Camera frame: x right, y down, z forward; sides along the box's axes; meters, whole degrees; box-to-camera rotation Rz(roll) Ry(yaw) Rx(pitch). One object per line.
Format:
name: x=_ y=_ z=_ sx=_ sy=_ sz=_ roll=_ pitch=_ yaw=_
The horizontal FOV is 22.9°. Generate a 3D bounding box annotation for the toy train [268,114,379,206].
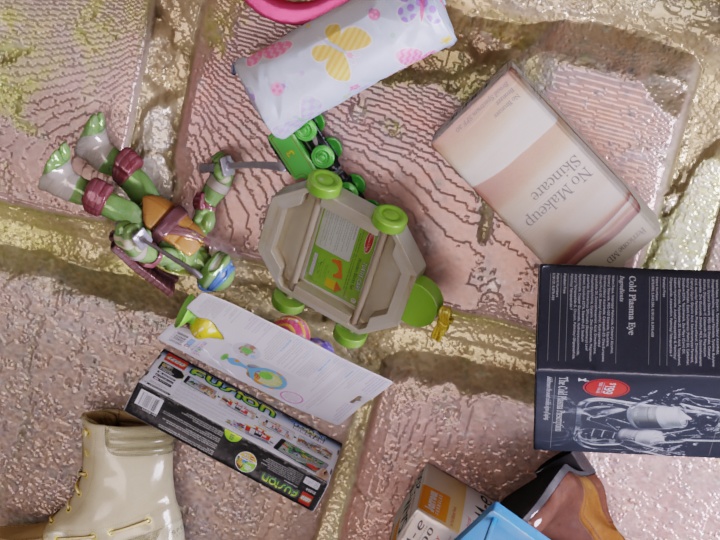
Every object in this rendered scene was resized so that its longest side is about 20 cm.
toy train: x=-0.017 y=-0.060 z=1.663 sx=0.056 sy=0.042 sz=0.200 roll=-29 pitch=99 yaw=22

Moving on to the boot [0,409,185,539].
boot: x=-0.273 y=0.213 z=1.738 sx=0.199 sy=0.073 sz=0.156 roll=-1 pitch=104 yaw=5

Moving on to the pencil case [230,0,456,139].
pencil case: x=-0.013 y=-0.195 z=1.594 sx=0.200 sy=0.091 sz=0.083 roll=-28 pitch=90 yaw=8

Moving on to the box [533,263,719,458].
box: x=0.245 y=0.083 z=1.576 sx=0.181 sy=0.200 sz=0.104 roll=1 pitch=65 yaw=6

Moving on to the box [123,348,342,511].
box: x=-0.117 y=0.149 z=1.687 sx=0.200 sy=0.110 sz=0.035 roll=28 pitch=105 yaw=0

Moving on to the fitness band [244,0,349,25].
fitness band: x=-0.032 y=-0.310 z=1.605 sx=0.200 sy=0.037 sz=0.144 roll=-33 pitch=98 yaw=14

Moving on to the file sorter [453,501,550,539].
file sorter: x=0.105 y=0.330 z=1.558 sx=0.139 sy=0.123 sz=0.200 roll=35 pitch=129 yaw=-7

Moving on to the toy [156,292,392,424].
toy: x=-0.078 y=0.070 z=1.669 sx=0.200 sy=0.047 sz=0.115 roll=24 pitch=147 yaw=-18

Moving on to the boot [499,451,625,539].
boot: x=0.212 y=0.274 z=1.629 sx=0.068 sy=0.188 sz=0.200 roll=-31 pitch=87 yaw=17

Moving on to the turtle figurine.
turtle figurine: x=-0.182 y=-0.074 z=1.623 sx=0.194 sy=0.200 sz=0.144 roll=34 pitch=76 yaw=3

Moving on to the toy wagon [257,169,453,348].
toy wagon: x=0.000 y=0.000 z=1.638 sx=0.200 sy=0.040 sz=0.155 roll=28 pitch=130 yaw=11

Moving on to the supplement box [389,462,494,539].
supplement box: x=0.126 y=0.278 z=1.682 sx=0.200 sy=0.126 sz=0.074 roll=30 pitch=106 yaw=-2

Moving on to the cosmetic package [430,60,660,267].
cosmetic package: x=0.167 y=-0.081 z=1.611 sx=0.200 sy=0.087 sz=0.103 roll=45 pitch=103 yaw=-5
